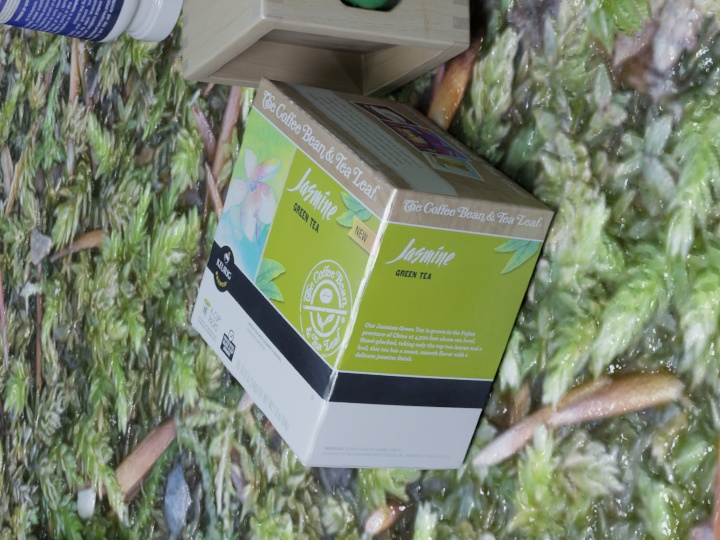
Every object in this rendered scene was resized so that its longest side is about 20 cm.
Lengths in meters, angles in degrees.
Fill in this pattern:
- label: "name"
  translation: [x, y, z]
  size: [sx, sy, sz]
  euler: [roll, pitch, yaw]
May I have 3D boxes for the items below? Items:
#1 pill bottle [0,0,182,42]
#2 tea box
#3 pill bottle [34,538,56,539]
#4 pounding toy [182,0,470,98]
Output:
- label: "pill bottle"
  translation: [-0.270, -0.276, 1.480]
  size: [0.115, 0.198, 0.117]
  euler: [-16, 71, 55]
- label: "tea box"
  translation: [0.000, 0.000, 1.087]
  size: [0.200, 0.132, 0.199]
  euler: [42, 119, 51]
- label: "pill bottle"
  translation: [-0.282, 0.310, 1.488]
  size: [0.199, 0.113, 0.115]
  euler: [-6, 80, 56]
- label: "pounding toy"
  translation: [-0.006, -0.216, 1.109]
  size: [0.200, 0.182, 0.144]
  euler: [161, 110, -63]
